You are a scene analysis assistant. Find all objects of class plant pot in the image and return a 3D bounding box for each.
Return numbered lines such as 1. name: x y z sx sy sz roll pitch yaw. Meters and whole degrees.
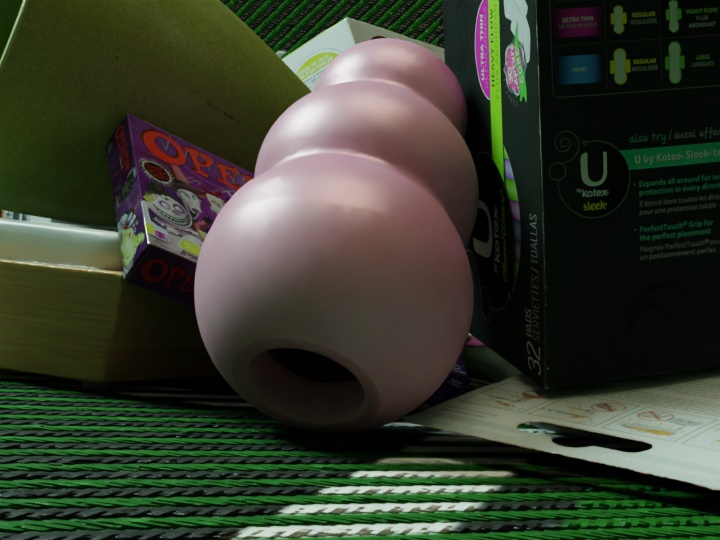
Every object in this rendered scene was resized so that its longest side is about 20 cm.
1. plant pot: -0.129 -0.099 0.806 0.198 0.189 0.187 22 -7 -26

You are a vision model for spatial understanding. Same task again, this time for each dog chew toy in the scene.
1. dog chew toy: 0.000 -0.028 0.631 0.123 0.202 0.125 10 -37 8

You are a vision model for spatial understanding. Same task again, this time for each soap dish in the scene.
1. soap dish: -0.169 0.014 0.766 0.198 0.082 0.157 5 0 26

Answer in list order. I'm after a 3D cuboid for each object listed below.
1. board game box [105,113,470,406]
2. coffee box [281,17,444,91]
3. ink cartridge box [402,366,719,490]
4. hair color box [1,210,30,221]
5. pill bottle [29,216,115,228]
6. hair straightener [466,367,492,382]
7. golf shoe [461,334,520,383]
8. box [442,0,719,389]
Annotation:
1. board game box: -0.038 -0.003 0.723 0.198 0.032 0.120 24 23 -30
2. coffee box: -0.001 -0.069 1.174 0.199 0.200 0.199 -28 -18 31
3. ink cartridge box: 0.141 0.072 0.613 0.161 0.058 0.199 6 19 41
4. hair color box: -0.175 0.000 1.047 0.198 0.103 0.061 5 1 -43
5. pill bottle: -0.120 -0.039 0.939 0.197 0.114 0.112 3 1 -24
6. hair straightener: 0.047 0.050 0.983 0.076 0.042 0.199 4 7 -45
7. golf shoe: 0.082 0.043 0.882 0.091 0.076 0.200 43 -7 -18
8. box: 0.117 -0.063 0.663 0.123 0.203 0.148 -6 10 -12
